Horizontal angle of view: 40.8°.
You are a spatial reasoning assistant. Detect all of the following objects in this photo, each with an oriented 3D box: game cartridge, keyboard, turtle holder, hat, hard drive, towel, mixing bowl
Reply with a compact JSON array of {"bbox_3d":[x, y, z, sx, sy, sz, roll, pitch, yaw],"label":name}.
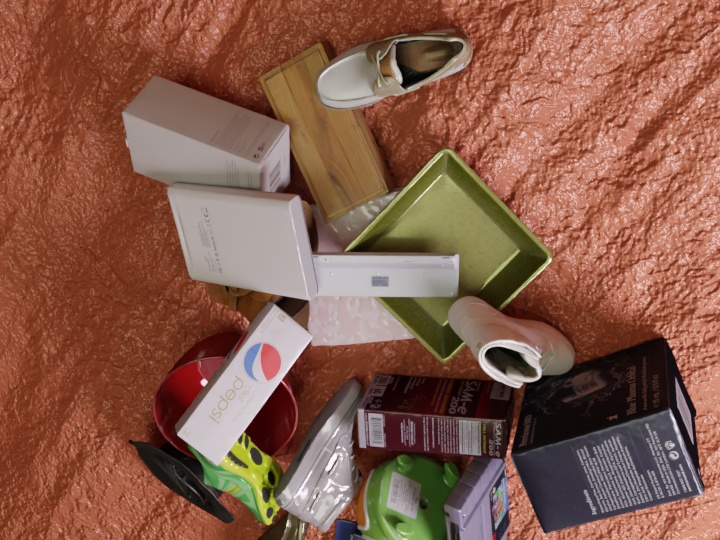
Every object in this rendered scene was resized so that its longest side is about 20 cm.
[{"bbox_3d":[0.160,0.340,1.300,0.038,0.130,0.203,18,134,32],"label":"game cartridge"},{"bbox_3d":[0.024,0.006,1.204,0.195,0.011,0.057,1,111,2],"label":"keyboard"},{"bbox_3d":[0.076,0.333,1.354,0.131,0.183,0.144,-35,64,49],"label":"turtle holder"},{"bbox_3d":[-0.246,0.284,1.433,0.198,0.081,0.202,30,155,15],"label":"hat"},{"bbox_3d":[-0.149,-0.039,1.211,0.197,0.026,0.134,8,122,32],"label":"hard drive"},{"bbox_3d":[0.000,0.000,1.293,0.187,0.032,0.204,-7,108,19],"label":"towel"},{"bbox_3d":[-0.182,0.163,1.350,0.196,0.109,0.203,0,125,0],"label":"mixing bowl"}]

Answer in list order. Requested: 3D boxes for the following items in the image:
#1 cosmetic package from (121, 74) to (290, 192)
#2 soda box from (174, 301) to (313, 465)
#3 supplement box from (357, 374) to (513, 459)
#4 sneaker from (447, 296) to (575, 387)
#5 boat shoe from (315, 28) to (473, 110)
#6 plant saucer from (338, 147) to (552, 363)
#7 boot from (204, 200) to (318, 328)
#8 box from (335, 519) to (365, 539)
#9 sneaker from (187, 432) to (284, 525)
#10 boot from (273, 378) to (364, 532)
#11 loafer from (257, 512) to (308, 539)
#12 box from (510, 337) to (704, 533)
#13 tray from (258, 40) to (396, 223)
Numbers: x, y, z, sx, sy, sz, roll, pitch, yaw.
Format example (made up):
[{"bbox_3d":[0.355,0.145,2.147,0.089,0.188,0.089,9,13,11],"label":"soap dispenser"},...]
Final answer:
[{"bbox_3d":[-0.194,-0.155,1.231,0.197,0.085,0.108,23,145,12],"label":"cosmetic package"},{"bbox_3d":[-0.147,0.140,1.220,0.068,0.064,0.201,38,82,-12],"label":"soda box"},{"bbox_3d":[0.103,0.193,1.295,0.196,0.109,0.062,2,110,14],"label":"supplement box"},{"bbox_3d":[0.204,0.110,1.194,0.197,0.116,0.074,21,111,-28],"label":"sneaker"},{"bbox_3d":[0.036,-0.244,1.147,0.196,0.068,0.076,-19,96,7],"label":"boat shoe"},{"bbox_3d":[0.106,-0.022,1.223,0.200,0.048,0.200,43,103,-11],"label":"plant saucer"},{"bbox_3d":[-0.139,-0.015,1.281,0.152,0.073,0.204,20,119,23],"label":"boot"},{"bbox_3d":[0.051,0.451,1.450,0.196,0.032,0.124,10,113,13],"label":"box"},{"bbox_3d":[-0.167,0.275,1.332,0.082,0.075,0.202,-1,135,32],"label":"sneaker"},{"bbox_3d":[-0.032,0.258,1.346,0.095,0.073,0.202,35,79,-11],"label":"boot"},{"bbox_3d":[-0.127,0.422,1.464,0.066,0.076,0.203,22,114,0],"label":"loafer"},{"bbox_3d":[0.304,0.199,1.191,0.197,0.197,0.119,-22,103,22],"label":"box"},{"bbox_3d":[-0.042,-0.173,1.221,0.097,0.037,0.203,-24,94,23],"label":"tray"}]
